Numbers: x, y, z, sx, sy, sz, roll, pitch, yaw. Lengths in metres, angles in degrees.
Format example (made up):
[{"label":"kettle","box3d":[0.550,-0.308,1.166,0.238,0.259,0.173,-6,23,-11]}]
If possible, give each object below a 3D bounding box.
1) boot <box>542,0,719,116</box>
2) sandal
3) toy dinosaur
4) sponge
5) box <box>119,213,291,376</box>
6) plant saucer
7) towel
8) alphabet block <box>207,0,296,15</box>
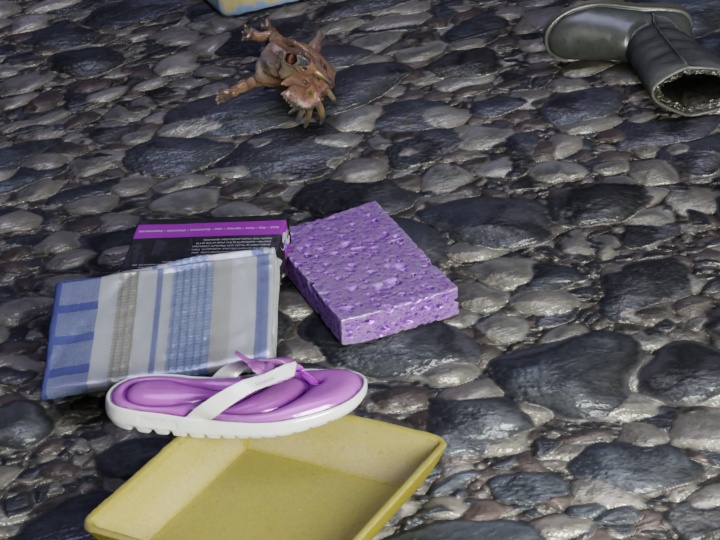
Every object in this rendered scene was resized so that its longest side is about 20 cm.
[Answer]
[{"label":"boot","box3d":[0.293,-0.220,2.045,0.180,0.073,0.201,-9,35,1]},{"label":"sandal","box3d":[-0.096,0.088,1.460,0.200,0.050,0.083,-5,28,4]},{"label":"toy dinosaur","box3d":[-0.064,-0.211,2.093,0.134,0.087,0.200,18,19,21]},{"label":"sponge","box3d":[0.000,0.000,1.728,0.111,0.030,0.200,-15,29,-15]},{"label":"box","box3d":[-0.146,0.024,1.685,0.141,0.036,0.201,-1,36,12]},{"label":"plant saucer","box3d":[-0.065,0.171,1.403,0.198,0.049,0.200,11,33,30]},{"label":"towel","box3d":[-0.163,0.045,1.613,0.198,0.024,0.148,-9,40,5]},{"label":"alphabet block","box3d":[-0.124,-0.457,2.432,0.195,0.202,0.195,-16,29,-17]}]
